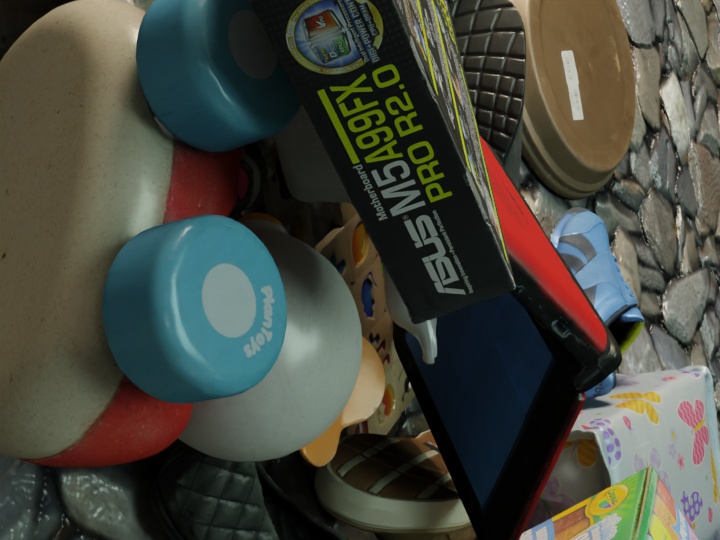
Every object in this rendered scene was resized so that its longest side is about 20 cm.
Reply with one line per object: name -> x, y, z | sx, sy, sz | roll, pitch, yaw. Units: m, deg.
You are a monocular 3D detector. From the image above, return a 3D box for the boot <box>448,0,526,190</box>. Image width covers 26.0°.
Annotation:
boot -> 0.068, -0.061, 0.927 | 0.132, 0.069, 0.202 | -24, 123, -74

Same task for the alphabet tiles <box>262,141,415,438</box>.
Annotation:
alphabet tiles -> 0.000, 0.000, 0.847 | 0.167, 0.007, 0.202 | -47, 134, -54

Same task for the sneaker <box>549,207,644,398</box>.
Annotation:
sneaker -> 0.151, 0.024, 1.020 | 0.200, 0.078, 0.066 | -59, 152, -56

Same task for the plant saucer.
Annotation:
plant saucer -> 0.153, -0.153, 1.138 | 0.200, 0.029, 0.202 | 18, 68, -53

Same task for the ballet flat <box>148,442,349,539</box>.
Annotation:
ballet flat -> -0.025, 0.140, 0.766 | 0.200, 0.057, 0.067 | 43, 21, -42

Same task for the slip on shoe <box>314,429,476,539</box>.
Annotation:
slip on shoe -> 0.029, 0.125, 0.837 | 0.061, 0.076, 0.200 | -67, 162, 9

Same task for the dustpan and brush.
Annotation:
dustpan and brush -> -0.007, -0.053, 0.698 | 0.140, 0.057, 0.202 | 79, 2, -79

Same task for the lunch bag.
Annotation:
lunch bag -> 0.164, 0.175, 0.986 | 0.169, 0.126, 0.202 | -17, 101, -53

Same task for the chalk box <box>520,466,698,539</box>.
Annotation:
chalk box -> 0.135, 0.197, 0.827 | 0.124, 0.199, 0.124 | 56, 19, -2

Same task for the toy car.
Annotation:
toy car -> -0.061, 0.004, 0.628 | 0.199, 0.183, 0.178 | 24, 62, -44

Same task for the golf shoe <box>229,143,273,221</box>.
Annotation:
golf shoe -> -0.079, -0.002, 0.737 | 0.088, 0.077, 0.201 | -21, 115, -20

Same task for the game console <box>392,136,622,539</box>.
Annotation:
game console -> 0.032, 0.005, 0.750 | 0.172, 0.119, 0.200 | 42, 13, -33

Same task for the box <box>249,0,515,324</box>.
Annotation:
box -> 0.002, -0.106, 0.598 | 0.201, 0.044, 0.161 | -98, 166, -46
